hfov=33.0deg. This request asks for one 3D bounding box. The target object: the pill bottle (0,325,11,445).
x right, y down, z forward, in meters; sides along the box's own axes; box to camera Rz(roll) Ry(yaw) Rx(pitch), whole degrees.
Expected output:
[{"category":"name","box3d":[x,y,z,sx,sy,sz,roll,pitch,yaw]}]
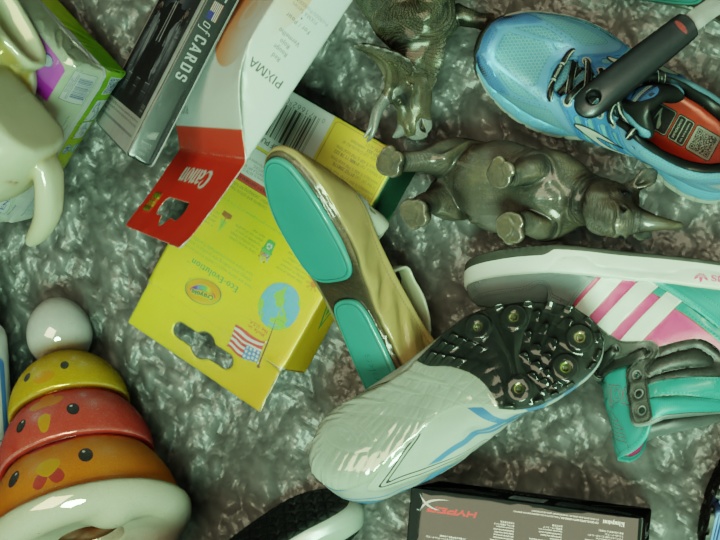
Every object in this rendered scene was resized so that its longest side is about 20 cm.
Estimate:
[{"category":"pill bottle","box3d":[-0.309,0.095,0.882,0.110,0.112,0.204,-4,89,17]}]

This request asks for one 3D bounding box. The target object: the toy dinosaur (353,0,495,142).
[{"category":"toy dinosaur","box3d":[0.034,-0.191,0.804,0.100,0.077,0.203,-11,65,3]}]

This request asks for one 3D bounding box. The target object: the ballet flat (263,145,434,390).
[{"category":"ballet flat","box3d":[0.000,0.000,0.794,0.068,0.063,0.202,-1,120,50]}]

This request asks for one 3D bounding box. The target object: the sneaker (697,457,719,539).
[{"category":"sneaker","box3d":[0.260,0.114,0.724,0.078,0.075,0.203,26,94,16]}]

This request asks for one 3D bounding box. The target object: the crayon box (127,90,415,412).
[{"category":"crayon box","box3d":[-0.063,-0.019,0.856,0.126,0.051,0.202,31,93,18]}]

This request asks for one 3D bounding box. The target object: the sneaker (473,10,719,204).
[{"category":"sneaker","box3d":[0.164,-0.110,0.753,0.197,0.090,0.079,24,91,6]}]

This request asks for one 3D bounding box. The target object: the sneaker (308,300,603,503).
[{"category":"sneaker","box3d":[0.060,0.080,0.749,0.198,0.072,0.073,-29,66,16]}]

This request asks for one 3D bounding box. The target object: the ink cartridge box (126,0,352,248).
[{"category":"ink cartridge box","box3d":[-0.099,-0.117,0.812,0.050,0.162,0.201,39,81,-23]}]

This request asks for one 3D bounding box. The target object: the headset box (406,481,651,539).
[{"category":"headset box","box3d":[0.099,0.243,0.760,0.146,0.075,0.204,3,85,19]}]

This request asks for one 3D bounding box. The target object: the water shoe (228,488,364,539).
[{"category":"water shoe","box3d":[-0.069,0.224,0.834,0.198,0.072,0.079,-34,103,10]}]

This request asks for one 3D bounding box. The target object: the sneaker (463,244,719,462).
[{"category":"sneaker","box3d":[0.156,0.056,0.762,0.196,0.084,0.123,5,76,17]}]

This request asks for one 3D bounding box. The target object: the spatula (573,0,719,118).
[{"category":"spatula","box3d":[0.205,-0.152,0.715,0.199,0.021,0.057,-35,70,-7]}]

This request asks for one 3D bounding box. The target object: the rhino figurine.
[{"category":"rhino figurine","box3d":[0.110,-0.048,0.764,0.198,0.087,0.061,13,106,37]}]

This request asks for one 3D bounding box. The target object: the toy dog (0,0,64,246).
[{"category":"toy dog","box3d":[-0.305,-0.086,0.840,0.198,0.140,0.195,-28,110,25]}]

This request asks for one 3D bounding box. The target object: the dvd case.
[{"category":"dvd case","box3d":[-0.122,-0.178,0.856,0.024,0.150,0.202,26,94,-24]}]

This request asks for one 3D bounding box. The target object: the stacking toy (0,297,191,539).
[{"category":"stacking toy","box3d":[-0.209,0.109,0.866,0.145,0.146,0.202,-27,60,13]}]

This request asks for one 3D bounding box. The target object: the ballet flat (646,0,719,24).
[{"category":"ballet flat","box3d":[0.233,-0.191,0.774,0.197,0.068,0.064,22,60,17]}]

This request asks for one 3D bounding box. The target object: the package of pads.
[{"category":"package of pads","box3d":[-0.290,-0.153,0.922,0.200,0.068,0.155,45,112,18]}]
